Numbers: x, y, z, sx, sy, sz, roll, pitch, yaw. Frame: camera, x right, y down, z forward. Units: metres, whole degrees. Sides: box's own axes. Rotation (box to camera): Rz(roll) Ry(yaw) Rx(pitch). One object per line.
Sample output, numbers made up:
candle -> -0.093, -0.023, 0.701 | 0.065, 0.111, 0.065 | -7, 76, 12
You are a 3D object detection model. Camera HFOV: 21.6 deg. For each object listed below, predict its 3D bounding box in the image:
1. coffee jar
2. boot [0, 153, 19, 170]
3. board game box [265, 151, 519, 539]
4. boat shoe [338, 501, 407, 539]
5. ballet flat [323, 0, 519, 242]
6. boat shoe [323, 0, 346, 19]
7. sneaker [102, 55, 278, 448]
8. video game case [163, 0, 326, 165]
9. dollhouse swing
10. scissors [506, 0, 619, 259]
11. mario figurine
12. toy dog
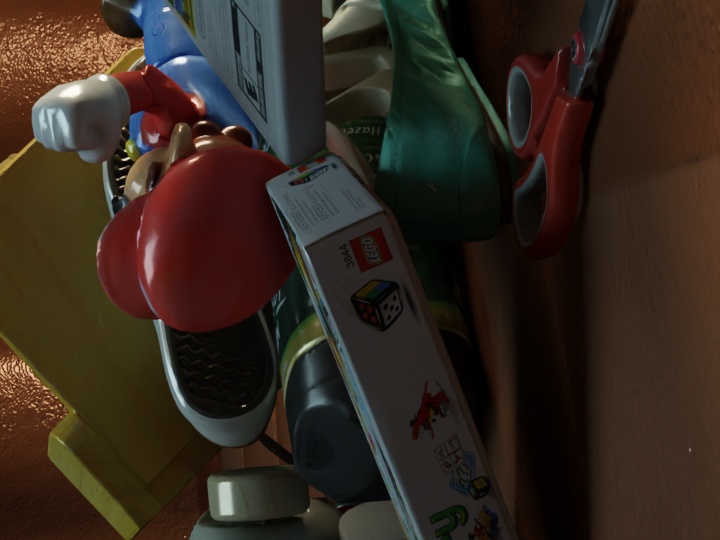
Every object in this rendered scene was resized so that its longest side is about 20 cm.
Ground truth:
coffee jar -> 0.000, 0.000, 0.863 | 0.105, 0.084, 0.202 | 97, 167, -57
boot -> -0.107, -0.052, 1.061 | 0.066, 0.200, 0.176 | 37, 150, 23
board game box -> 0.022, 0.062, 0.691 | 0.126, 0.034, 0.202 | -125, 13, -76
boat shoe -> 0.016, 0.168, 0.862 | 0.199, 0.073, 0.069 | -118, 22, -77
ballet flat -> 0.014, -0.079, 0.783 | 0.201, 0.070, 0.068 | -103, 10, -54
boat shoe -> -0.003, -0.214, 0.889 | 0.072, 0.062, 0.201 | -45, -21, -53
sneaker -> -0.081, -0.008, 0.914 | 0.085, 0.072, 0.202 | 89, 172, -68
video game case -> -0.067, -0.163, 0.688 | 0.182, 0.023, 0.201 | 53, 160, 29
dollhouse swing -> -0.110, 0.009, 1.008 | 0.176, 0.200, 0.182 | 44, 165, 0
scissors -> 0.071, -0.058, 0.595 | 0.200, 0.014, 0.074 | 120, 148, -74
mario figurine -> -0.086, -0.045, 0.798 | 0.201, 0.122, 0.107 | -99, 28, -51
toy dog -> -0.048, 0.143, 0.970 | 0.200, 0.095, 0.133 | 46, -133, -64
